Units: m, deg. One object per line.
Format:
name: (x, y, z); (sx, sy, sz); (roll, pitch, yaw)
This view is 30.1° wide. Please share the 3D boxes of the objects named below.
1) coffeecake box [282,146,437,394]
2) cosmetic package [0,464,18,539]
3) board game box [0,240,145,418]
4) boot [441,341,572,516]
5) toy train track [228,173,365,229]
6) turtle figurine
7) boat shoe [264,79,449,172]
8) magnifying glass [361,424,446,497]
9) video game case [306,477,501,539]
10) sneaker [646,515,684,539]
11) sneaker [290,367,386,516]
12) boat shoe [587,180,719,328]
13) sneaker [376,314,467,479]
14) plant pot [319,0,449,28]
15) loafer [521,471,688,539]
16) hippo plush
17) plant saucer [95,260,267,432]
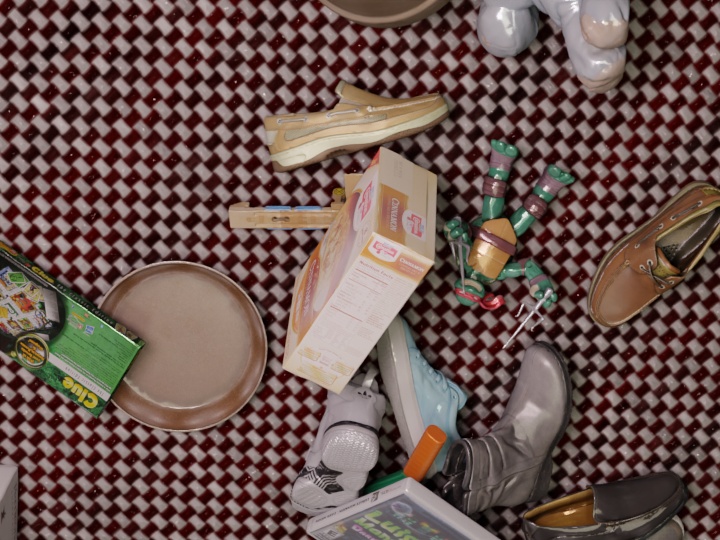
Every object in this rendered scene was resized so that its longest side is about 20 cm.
coffeecake box: (0.000, 0.000, 1.383); (0.073, 0.154, 0.201); (25, 125, -14)
cosmetic package: (-0.480, 0.323, 1.475); (0.163, 0.200, 0.167); (6, 107, -3)
board game box: (-0.344, 0.065, 1.471); (0.199, 0.023, 0.105); (35, 106, 0)
boot: (0.160, 0.183, 1.487); (0.131, 0.070, 0.202); (-6, 110, -35)
toy train track: (-0.043, -0.064, 1.458); (0.197, 0.033, 0.116); (0, 127, 5)
turtle figurine: (0.145, -0.029, 1.440); (0.149, 0.101, 0.202); (23, 90, -24)
boat shoe: (-0.007, -0.165, 1.412); (0.198, 0.072, 0.077); (-16, 96, 3)
magnifying glass: (0.053, 0.241, 1.509); (0.079, 0.022, 0.201); (40, 138, 16)
video game case: (0.066, 0.315, 1.517); (0.199, 0.024, 0.181); (37, 137, -22)
sneaker: (0.309, 0.369, 1.576); (0.077, 0.082, 0.200); (40, 102, -13)
sneaker: (-0.021, 0.198, 1.520); (0.074, 0.116, 0.201); (20, 140, -7)
boat shoe: (0.324, -0.014, 1.466); (0.072, 0.068, 0.201); (34, 104, -13)
sneaker: (0.074, 0.132, 1.510); (0.081, 0.074, 0.202); (-20, 111, -14)
plant pot: (0.005, -0.337, 1.273); (0.198, 0.173, 0.203); (2, 98, 15)
loafer: (0.281, 0.279, 1.545); (0.198, 0.073, 0.073); (-26, 126, 5)
hippo plush: (0.187, -0.271, 1.334); (0.159, 0.160, 0.202); (3, 127, 9)
plant saucer: (-0.203, 0.082, 1.498); (0.198, 0.032, 0.203); (-1, 108, -2)
